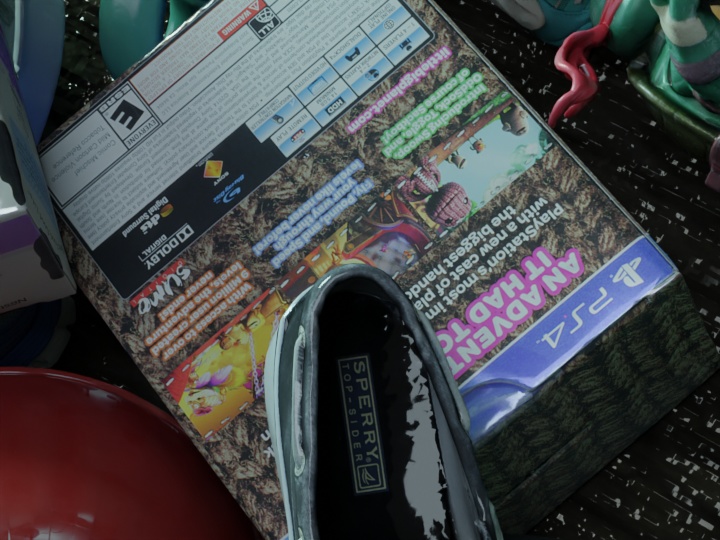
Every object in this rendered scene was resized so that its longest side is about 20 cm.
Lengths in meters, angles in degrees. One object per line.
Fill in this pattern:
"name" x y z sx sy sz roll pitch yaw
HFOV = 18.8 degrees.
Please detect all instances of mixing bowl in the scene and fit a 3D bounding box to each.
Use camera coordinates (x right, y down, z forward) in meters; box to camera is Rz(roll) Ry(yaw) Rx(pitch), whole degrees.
"mixing bowl" -0.112 0.136 0.697 0.199 0.108 0.202 -1 94 -12

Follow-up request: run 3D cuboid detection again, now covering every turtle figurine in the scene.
"turtle figurine" 0.147 -0.072 0.734 0.200 0.101 0.150 34 41 14

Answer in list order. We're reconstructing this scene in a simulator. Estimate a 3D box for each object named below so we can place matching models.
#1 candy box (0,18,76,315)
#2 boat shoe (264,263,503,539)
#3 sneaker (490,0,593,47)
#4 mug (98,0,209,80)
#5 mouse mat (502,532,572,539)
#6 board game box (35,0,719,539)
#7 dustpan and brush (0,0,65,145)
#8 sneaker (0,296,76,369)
"candy box" -0.207 -0.063 0.754 0.167 0.072 0.201 -19 66 -2
"boat shoe" 0.014 0.096 0.642 0.071 0.068 0.201 -7 79 -9
"sneaker" 0.087 -0.170 0.826 0.077 0.080 0.201 -9 46 45
"mug" -0.033 -0.166 0.837 0.151 0.114 0.186 -8 67 15
"mouse mat" 0.078 0.165 0.673 0.199 0.008 0.162 6 77 -5
"board game box" 0.000 0.000 0.771 0.159 0.097 0.200 -39 63 1
"dustpan and brush" -0.151 -0.121 0.852 0.200 0.057 0.140 -51 61 18
"sneaker" -0.206 0.048 0.826 0.200 0.089 0.079 -43 63 1
